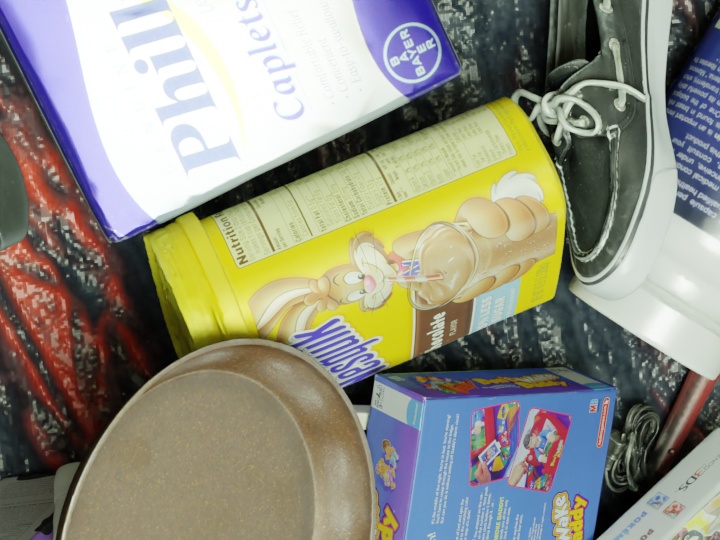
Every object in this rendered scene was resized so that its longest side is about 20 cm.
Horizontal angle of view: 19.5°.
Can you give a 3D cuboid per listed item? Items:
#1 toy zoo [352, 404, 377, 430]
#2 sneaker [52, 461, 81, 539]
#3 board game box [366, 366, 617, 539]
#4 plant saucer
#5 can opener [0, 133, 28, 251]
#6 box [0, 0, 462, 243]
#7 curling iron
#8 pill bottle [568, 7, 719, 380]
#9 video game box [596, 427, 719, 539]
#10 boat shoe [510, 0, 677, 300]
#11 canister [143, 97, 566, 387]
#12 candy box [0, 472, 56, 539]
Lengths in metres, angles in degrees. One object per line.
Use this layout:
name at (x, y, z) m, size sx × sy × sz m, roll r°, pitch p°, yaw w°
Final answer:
toy zoo at (0.029, 0.138, 1.135) m, size 0.199 × 0.020 × 0.132 m, roll 3°, pitch 101°, yaw -36°
sneaker at (-0.097, 0.188, 1.079) m, size 0.073 × 0.116 × 0.200 m, roll -13°, pitch 147°, yaw 30°
board game box at (0.059, 0.155, 1.120) m, size 0.134 × 0.045 × 0.201 m, roll 0°, pitch 103°, yaw -36°
plant saucer at (-0.073, 0.130, 0.993) m, size 0.200 × 0.034 × 0.202 m, roll -9°, pitch 102°, yaw -45°
can opener at (-0.229, -0.100, 1.066) m, size 0.066 × 0.052 × 0.201 m, roll -31°, pitch 111°, yaw -40°
box at (-0.080, -0.140, 1.053) m, size 0.199 × 0.105 × 0.185 m, roll -27°, pitch 105°, yaw -4°
curling iron at (0.198, 0.041, 1.181) m, size 0.201 × 0.026 × 0.050 m, roll -56°, pitch 140°, yaw -1°
pill bottle at (0.203, -0.050, 1.123) m, size 0.115 × 0.116 × 0.201 m, roll 31°, pitch 93°, yaw -16°
video game box at (0.182, 0.218, 1.164) m, size 0.182 × 0.047 × 0.201 m, roll -38°, pitch 123°, yaw -14°
boat shoe at (0.120, -0.085, 1.084) m, size 0.068 × 0.073 × 0.201 m, roll 17°, pitch 71°, yaw -30°
canister at (0.000, 0.000, 1.078) m, size 0.199 × 0.149 × 0.087 m, roll -23°, pitch 65°, yaw -9°
candy box at (-0.174, 0.218, 1.054) m, size 0.071 × 0.200 × 0.169 m, roll -9°, pitch 106°, yaw 21°
